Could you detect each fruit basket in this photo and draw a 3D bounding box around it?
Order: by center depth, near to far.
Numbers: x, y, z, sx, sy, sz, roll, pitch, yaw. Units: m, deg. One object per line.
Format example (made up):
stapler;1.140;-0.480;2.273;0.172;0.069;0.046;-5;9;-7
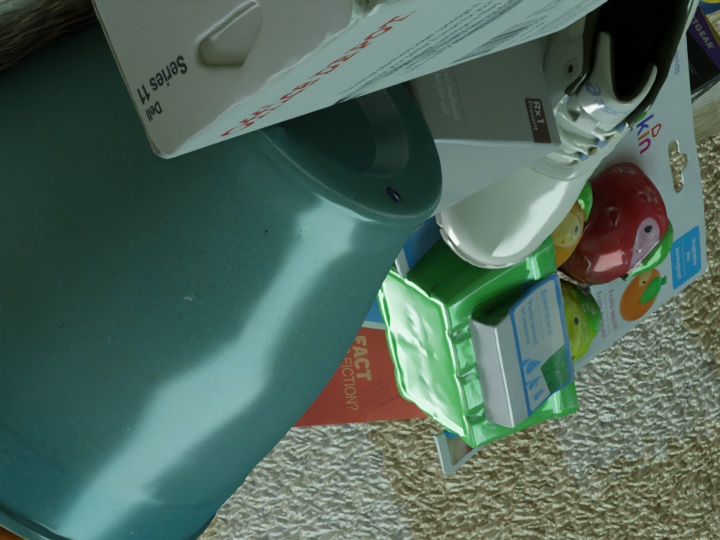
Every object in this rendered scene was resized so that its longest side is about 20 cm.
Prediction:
fruit basket;0.105;-0.009;1.161;0.200;0.094;0.186;-30;135;-19

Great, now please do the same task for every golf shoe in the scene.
golf shoe;0.090;-0.079;1.010;0.097;0.078;0.200;-101;-147;-64

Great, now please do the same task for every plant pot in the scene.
plant pot;-0.076;-0.018;0.916;0.188;0.200;0.200;-43;168;26

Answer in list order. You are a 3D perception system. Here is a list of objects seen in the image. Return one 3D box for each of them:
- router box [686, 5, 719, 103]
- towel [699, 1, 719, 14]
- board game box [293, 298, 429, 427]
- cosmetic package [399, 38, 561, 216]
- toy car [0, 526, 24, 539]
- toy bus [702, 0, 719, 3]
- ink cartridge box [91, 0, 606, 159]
router box;0.105;-0.070;1.307;0.157;0.052;0.200;-31;175;-20
towel;0.144;-0.154;1.319;0.112;0.049;0.200;-26;176;40
board game box;-0.066;0.014;1.203;0.199;0.153;0.040;-5;-145;5
cosmetic package;-0.012;-0.068;1.032;0.090;0.107;0.200;-2;161;-38
toy car;-0.210;0.059;1.025;0.150;0.200;0.175;-30;155;10
toy bus;0.233;-0.135;1.071;0.135;0.192;0.200;-25;178;-8
ink cartridge box;0.024;-0.120;0.784;0.200;0.083;0.147;-22;176;-37
